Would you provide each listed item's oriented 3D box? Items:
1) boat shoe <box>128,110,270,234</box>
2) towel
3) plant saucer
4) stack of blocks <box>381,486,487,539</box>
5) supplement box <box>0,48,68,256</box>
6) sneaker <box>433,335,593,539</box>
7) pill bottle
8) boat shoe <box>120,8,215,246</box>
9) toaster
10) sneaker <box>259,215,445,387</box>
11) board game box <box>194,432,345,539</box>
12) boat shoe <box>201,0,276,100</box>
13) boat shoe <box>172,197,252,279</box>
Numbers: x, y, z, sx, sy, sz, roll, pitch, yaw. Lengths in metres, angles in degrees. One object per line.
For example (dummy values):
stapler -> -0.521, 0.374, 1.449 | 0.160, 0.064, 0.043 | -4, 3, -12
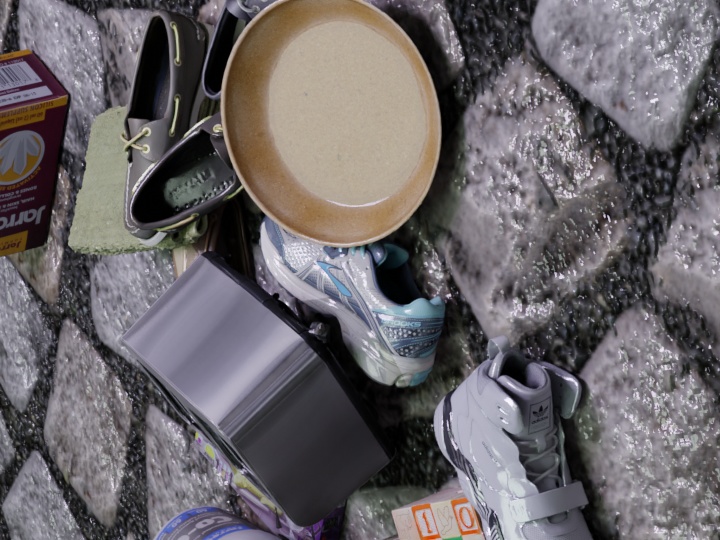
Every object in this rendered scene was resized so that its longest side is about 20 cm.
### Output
boat shoe -> -0.107, -0.096, 1.703 | 0.201, 0.061, 0.072 | -37, 89, 20
towel -> -0.193, -0.084, 1.874 | 0.199, 0.036, 0.150 | -5, 70, 49
plant saucer -> -0.017, -0.120, 1.618 | 0.199, 0.035, 0.202 | 8, 107, 28
stack of blocks -> 0.071, 0.238, 1.667 | 0.199, 0.058, 0.116 | -21, 86, 56
supplement box -> -0.375, -0.112, 2.110 | 0.086, 0.110, 0.201 | 47, 138, 32
sneaker -> 0.129, 0.146, 1.531 | 0.201, 0.075, 0.115 | 58, 146, 27
pill bottle -> -0.115, 0.283, 1.867 | 0.200, 0.113, 0.115 | -173, 70, -68
boat shoe -> -0.177, -0.125, 1.793 | 0.072, 0.060, 0.204 | 4, 79, 47
toaster -> -0.084, 0.094, 1.710 | 0.181, 0.119, 0.200 | 36, 165, 40
sneaker -> 0.000, 0.000, 1.673 | 0.200, 0.077, 0.087 | 43, 124, 27
board game box -> -0.083, 0.170, 1.888 | 0.200, 0.032, 0.121 | 43, 131, 38
boat shoe -> -0.081, -0.213, 1.690 | 0.073, 0.062, 0.201 | 53, 141, 27
boat shoe -> -0.121, 0.032, 1.841 | 0.072, 0.072, 0.202 | -9, 81, 44
